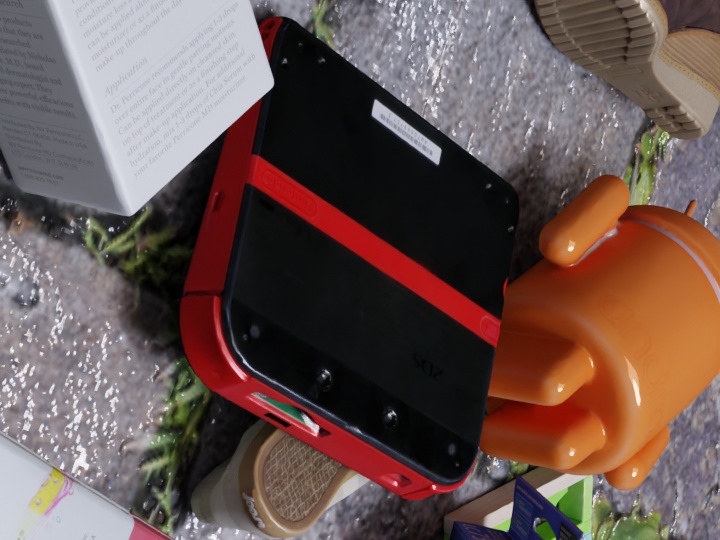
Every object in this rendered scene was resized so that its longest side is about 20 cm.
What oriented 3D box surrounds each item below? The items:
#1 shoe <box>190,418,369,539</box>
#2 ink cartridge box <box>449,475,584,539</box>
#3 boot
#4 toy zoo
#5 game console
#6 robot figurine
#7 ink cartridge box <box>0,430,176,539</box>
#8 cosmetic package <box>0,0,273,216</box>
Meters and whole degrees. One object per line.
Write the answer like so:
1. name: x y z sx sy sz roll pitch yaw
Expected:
1. shoe: -0.011 0.074 1.087 0.200 0.053 0.070 -33 96 -49
2. ink cartridge box: 0.061 0.215 1.157 0.042 0.119 0.202 15 96 -13
3. boot: 0.165 -0.188 1.239 0.200 0.072 0.168 41 56 -49
4. toy zoo: 0.092 0.221 1.287 0.131 0.020 0.202 -18 115 -50
5. game console: 0.000 0.000 1.044 0.200 0.031 0.178 33 58 -42
6. robot figurine: 0.139 0.038 1.215 0.144 0.117 0.200 50 48 5
7. ink cartridge box: -0.175 0.131 0.849 0.200 0.082 0.147 43 67 -50
8. cosmetic package: -0.113 -0.134 0.859 0.101 0.071 0.201 -45 133 -36
